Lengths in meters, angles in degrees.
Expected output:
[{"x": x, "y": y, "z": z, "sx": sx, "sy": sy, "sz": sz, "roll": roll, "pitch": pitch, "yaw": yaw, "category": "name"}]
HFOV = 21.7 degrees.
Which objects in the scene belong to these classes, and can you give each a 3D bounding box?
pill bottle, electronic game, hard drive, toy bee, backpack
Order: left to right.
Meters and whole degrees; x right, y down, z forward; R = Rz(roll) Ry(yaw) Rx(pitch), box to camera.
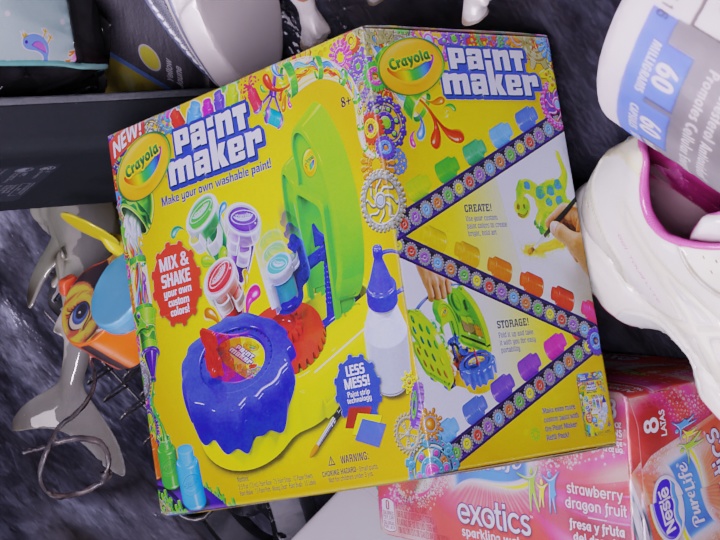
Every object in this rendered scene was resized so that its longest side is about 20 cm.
[{"x": -0.257, "y": -0.140, "z": 1.010, "sx": 0.175, "sy": 0.199, "sz": 0.155, "roll": -10, "pitch": 94, "yaw": 55, "category": "backpack"}, {"x": -0.180, "y": -0.062, "z": 1.015, "sx": 0.139, "sy": 0.199, "sz": 0.033, "roll": -25, "pitch": 73, "yaw": 58, "category": "hard drive"}, {"x": -0.133, "y": 0.011, "z": 1.058, "sx": 0.109, "sy": 0.199, "sz": 0.131, "roll": 45, "pitch": 168, "yaw": 51, "category": "toy bee"}, {"x": -0.091, "y": 0.140, "z": 1.359, "sx": 0.200, "sy": 0.041, "sz": 0.201, "roll": 43, "pitch": 149, "yaw": 34, "category": "electronic game"}, {"x": 0.195, "y": -0.053, "z": 0.677, "sx": 0.199, "sy": 0.114, "sz": 0.114, "roll": 36, "pitch": 150, "yaw": 20, "category": "pill bottle"}]

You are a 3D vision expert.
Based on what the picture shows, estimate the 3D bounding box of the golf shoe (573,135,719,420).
[{"x": 0.177, "y": 0.015, "z": 0.833, "sx": 0.200, "sy": 0.075, "sz": 0.092, "roll": 39, "pitch": 147, "yaw": 12, "category": "golf shoe"}]

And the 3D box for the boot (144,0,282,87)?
[{"x": -0.116, "y": -0.178, "z": 0.970, "sx": 0.090, "sy": 0.073, "sz": 0.201, "roll": -11, "pitch": 110, "yaw": 37, "category": "boot"}]

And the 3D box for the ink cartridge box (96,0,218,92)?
[{"x": -0.146, "y": -0.128, "z": 1.118, "sx": 0.199, "sy": 0.047, "sz": 0.198, "roll": 30, "pitch": 147, "yaw": 25, "category": "ink cartridge box"}]

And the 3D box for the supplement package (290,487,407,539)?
[{"x": -0.008, "y": 0.231, "z": 1.217, "sx": 0.120, "sy": 0.200, "sz": 0.122, "roll": 39, "pitch": 150, "yaw": 13, "category": "supplement package"}]

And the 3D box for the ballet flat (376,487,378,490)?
[{"x": 0.009, "y": 0.073, "z": 1.142, "sx": 0.070, "sy": 0.067, "sz": 0.201, "roll": 30, "pitch": 148, "yaw": 54, "category": "ballet flat"}]

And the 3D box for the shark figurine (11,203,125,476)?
[{"x": -0.155, "y": 0.006, "z": 1.162, "sx": 0.089, "sy": 0.216, "sz": 0.128, "roll": 12, "pitch": 135, "yaw": -24, "category": "shark figurine"}]

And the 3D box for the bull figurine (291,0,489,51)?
[{"x": -0.012, "y": -0.170, "z": 0.863, "sx": 0.199, "sy": 0.065, "sz": 0.122, "roll": 5, "pitch": 133, "yaw": 53, "category": "bull figurine"}]

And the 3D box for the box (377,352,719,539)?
[{"x": 0.104, "y": 0.095, "z": 0.969, "sx": 0.199, "sy": 0.099, "sz": 0.096, "roll": 2, "pitch": 98, "yaw": 53, "category": "box"}]

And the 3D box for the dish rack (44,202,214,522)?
[{"x": -0.127, "y": 0.049, "z": 1.246, "sx": 0.200, "sy": 0.055, "sz": 0.153, "roll": 46, "pitch": 122, "yaw": 4, "category": "dish rack"}]

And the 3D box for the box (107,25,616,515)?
[{"x": -0.005, "y": 0.006, "z": 0.886, "sx": 0.199, "sy": 0.121, "sz": 0.194, "roll": -16, "pitch": 80, "yaw": 48, "category": "box"}]
